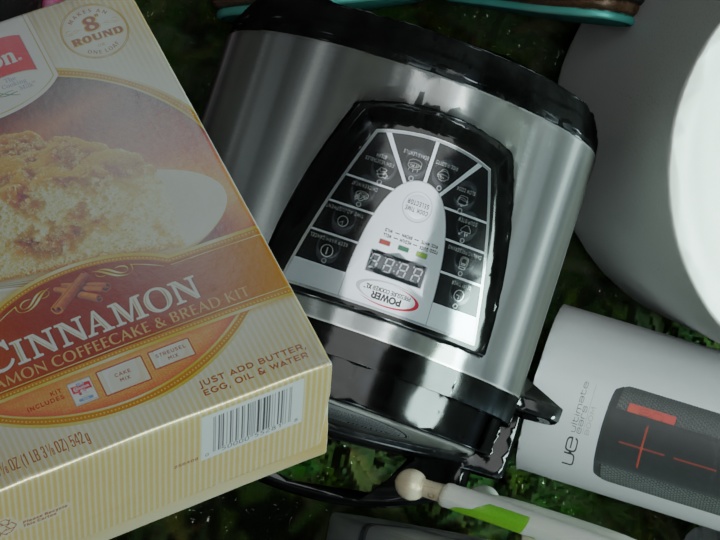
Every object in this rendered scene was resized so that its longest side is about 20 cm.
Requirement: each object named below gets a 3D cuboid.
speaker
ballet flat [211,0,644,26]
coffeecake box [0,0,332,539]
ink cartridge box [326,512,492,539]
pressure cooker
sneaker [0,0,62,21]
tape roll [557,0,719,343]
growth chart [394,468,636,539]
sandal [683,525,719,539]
[{"bbox_3d":[0.173,0.080,1.284,0.199,0.081,0.082,17,85,9],"label":"speaker"},{"bbox_3d":[0.032,-0.144,1.268,0.199,0.068,0.069,1,91,7],"label":"ballet flat"},{"bbox_3d":[-0.122,0.002,1.103,0.153,0.073,0.200,-21,60,-16],"label":"coffeecake box"},{"bbox_3d":[0.029,0.187,1.217,0.082,0.200,0.147,12,86,-11],"label":"ink cartridge box"},{"bbox_3d":[0.001,0.000,1.224,0.178,0.175,0.201,25,82,-51],"label":"pressure cooker"},{"bbox_3d":[-0.161,-0.124,1.243,0.095,0.079,0.201,17,84,7],"label":"sneaker"},{"bbox_3d":[0.203,-0.058,1.282,0.202,0.139,0.204,-4,102,-17],"label":"tape roll"},{"bbox_3d":[0.109,0.122,1.202,0.144,0.200,0.018,18,85,22],"label":"growth chart"},{"bbox_3d":[0.137,0.188,1.309,0.207,0.079,0.059,-41,100,-15],"label":"sandal"}]
